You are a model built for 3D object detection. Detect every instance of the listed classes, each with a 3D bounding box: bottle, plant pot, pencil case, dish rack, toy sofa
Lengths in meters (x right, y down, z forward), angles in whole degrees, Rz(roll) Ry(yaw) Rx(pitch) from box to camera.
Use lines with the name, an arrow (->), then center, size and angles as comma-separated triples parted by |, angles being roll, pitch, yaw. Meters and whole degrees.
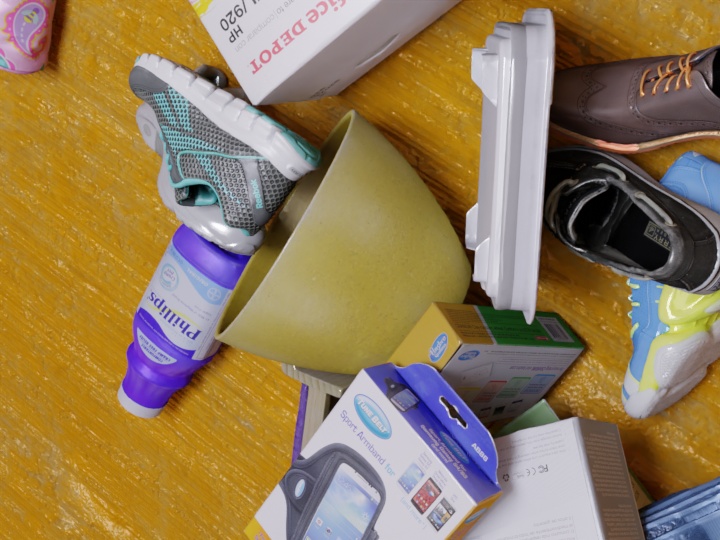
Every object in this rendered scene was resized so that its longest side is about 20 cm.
bottle -> -0.164, 0.048, 0.916 | 0.083, 0.065, 0.201 | 38, 116, 13
plant pot -> 0.000, 0.000, 0.769 | 0.142, 0.200, 0.200 | 31, 117, -11
pencil case -> -0.314, -0.282, 0.905 | 0.087, 0.087, 0.201 | 22, 112, 21
dish rack -> 0.098, -0.077, 0.692 | 0.043, 0.172, 0.201 | 1, 105, 2
toy sofa -> -0.040, 0.163, 0.861 | 0.097, 0.083, 0.201 | 20, 111, 34

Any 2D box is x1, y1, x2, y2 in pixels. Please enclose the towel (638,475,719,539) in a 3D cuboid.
towel -> 0.274, 0.194, 0.698 | 0.199, 0.049, 0.112 | -27, 86, 8

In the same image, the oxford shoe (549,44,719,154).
oxford shoe -> 0.210, -0.124, 0.668 | 0.199, 0.073, 0.072 | 3, 69, 20

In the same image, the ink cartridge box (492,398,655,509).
ink cartridge box -> 0.172, 0.200, 0.783 | 0.104, 0.059, 0.200 | -40, 83, 26

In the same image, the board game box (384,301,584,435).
board game box -> 0.059, 0.113, 0.768 | 0.200, 0.152, 0.040 | -54, 52, 26

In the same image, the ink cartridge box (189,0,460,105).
ink cartridge box -> -0.046, -0.246, 0.740 | 0.147, 0.145, 0.201 | -33, 87, 28

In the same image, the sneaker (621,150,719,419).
sneaker -> 0.221, 0.005, 0.718 | 0.105, 0.075, 0.201 | 43, 121, 35

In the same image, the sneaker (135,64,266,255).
sneaker -> -0.118, -0.101, 0.824 | 0.099, 0.078, 0.200 | -44, 55, 19

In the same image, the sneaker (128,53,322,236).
sneaker -> -0.122, -0.095, 0.751 | 0.200, 0.077, 0.092 | 35, 95, 37

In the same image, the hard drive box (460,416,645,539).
hard drive box -> 0.116, 0.218, 0.687 | 0.155, 0.077, 0.201 | -21, 67, 31

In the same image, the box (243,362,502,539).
box -> 0.008, 0.159, 0.689 | 0.119, 0.041, 0.200 | 47, 121, 24

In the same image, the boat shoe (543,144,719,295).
boat shoe -> 0.162, -0.043, 0.678 | 0.200, 0.063, 0.071 | 37, 116, 56
